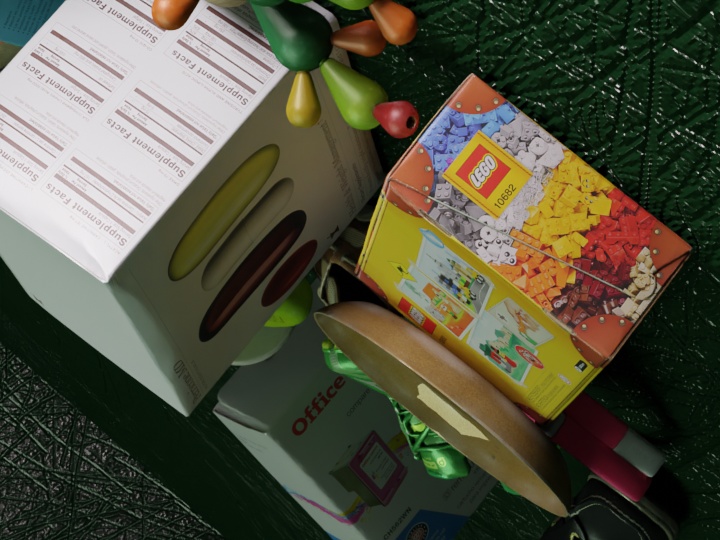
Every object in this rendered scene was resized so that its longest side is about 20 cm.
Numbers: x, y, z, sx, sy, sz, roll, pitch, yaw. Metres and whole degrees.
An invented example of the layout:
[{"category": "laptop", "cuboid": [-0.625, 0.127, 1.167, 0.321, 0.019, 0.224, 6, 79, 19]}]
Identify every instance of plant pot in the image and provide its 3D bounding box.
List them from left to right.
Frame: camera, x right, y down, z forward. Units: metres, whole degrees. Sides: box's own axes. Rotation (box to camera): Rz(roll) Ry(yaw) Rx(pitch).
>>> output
[{"category": "plant pot", "cuboid": [0.056, 0.079, 1.290, 0.199, 0.028, 0.200, 38, 173, 6]}]

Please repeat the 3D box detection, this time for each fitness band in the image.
[{"category": "fitness band", "cuboid": [0.115, 0.083, 1.332, 0.200, 0.038, 0.143, 38, 177, -42]}]

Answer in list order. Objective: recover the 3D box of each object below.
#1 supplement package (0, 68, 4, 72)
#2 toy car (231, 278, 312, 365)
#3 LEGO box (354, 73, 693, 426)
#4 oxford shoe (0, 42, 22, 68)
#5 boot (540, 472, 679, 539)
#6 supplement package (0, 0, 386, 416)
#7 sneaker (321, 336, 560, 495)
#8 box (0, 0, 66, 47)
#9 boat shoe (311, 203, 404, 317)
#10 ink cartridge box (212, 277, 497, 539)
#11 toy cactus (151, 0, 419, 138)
[{"category": "supplement package", "cuboid": [-0.355, -0.125, 1.631, 0.119, 0.122, 0.200, 36, -153, 14]}, {"category": "toy car", "cuboid": [-0.119, -0.030, 1.425, 0.198, 0.151, 0.175, 16, 169, 11]}, {"category": "LEGO box", "cuboid": [0.083, -0.004, 1.152, 0.149, 0.077, 0.200, 39, 166, 5]}, {"category": "oxford shoe", "cuboid": [-0.256, -0.177, 1.514, 0.070, 0.075, 0.200, 43, 165, -9]}, {"category": "boot", "cuboid": [0.147, 0.225, 1.480, 0.073, 0.154, 0.204, 38, 166, 7]}, {"category": "supplement package", "cuboid": [-0.111, -0.061, 1.236, 0.147, 0.200, 0.192, 34, 165, 24]}, {"category": "sneaker", "cuboid": [0.058, 0.097, 1.425, 0.199, 0.084, 0.074, 28, 167, -26]}, {"category": "box", "cuboid": [-0.201, -0.166, 1.278, 0.082, 0.050, 0.199, 31, -168, 35]}, {"category": "boat shoe", "cuboid": [0.000, 0.000, 1.388, 0.076, 0.072, 0.200, 42, 165, -8]}, {"category": "ink cartridge box", "cuboid": [0.007, 0.119, 1.575, 0.200, 0.145, 0.084, 49, 163, -31]}, {"category": "toy cactus", "cuboid": [-0.060, -0.148, 1.093, 0.200, 0.103, 0.165, 39, 175, -27]}]
